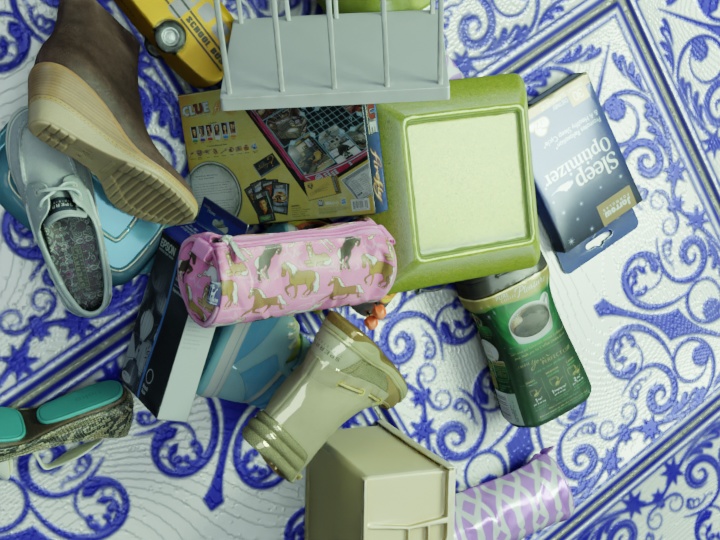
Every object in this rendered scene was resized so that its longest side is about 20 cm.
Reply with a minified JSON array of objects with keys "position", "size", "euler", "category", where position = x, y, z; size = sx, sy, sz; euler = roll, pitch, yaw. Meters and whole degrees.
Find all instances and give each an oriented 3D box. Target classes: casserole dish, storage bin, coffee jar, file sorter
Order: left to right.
[{"position":[-0.263,-0.072,1.044],"size":[0.200,0.039,0.122],"euler":[42,80,-18],"category":"casserole dish"},{"position":[-0.025,-0.233,0.942],"size":[0.197,0.140,0.126],"euler":[-3,130,2],"category":"file sorter"},{"position":[0.014,0.274,1.096],"size":[0.093,0.200,0.201],"euler":[-1,96,-19],"category":"storage bin"},{"position":[0.177,0.064,1.199],"size":[0.103,0.085,0.202],"euler":[-25,104,-13],"category":"coffee jar"}]

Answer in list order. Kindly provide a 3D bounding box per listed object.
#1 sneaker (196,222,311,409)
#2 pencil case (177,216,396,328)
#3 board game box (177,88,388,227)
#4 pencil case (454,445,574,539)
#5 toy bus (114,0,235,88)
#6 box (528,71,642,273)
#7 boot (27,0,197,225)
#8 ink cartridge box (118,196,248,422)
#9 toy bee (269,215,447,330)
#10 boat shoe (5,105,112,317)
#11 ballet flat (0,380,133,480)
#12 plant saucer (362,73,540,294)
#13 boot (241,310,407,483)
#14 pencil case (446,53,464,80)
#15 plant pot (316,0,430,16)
[{"position":[-0.077,0.055,1.094],"size":[0.130,0.080,0.201],"euler":[23,111,-24],"category":"sneaker"},{"position":[-0.064,-0.001,0.984],"size":[0.198,0.086,0.084],"euler":[-7,84,-33],"category":"pencil case"},{"position":[-0.076,-0.115,1.043],"size":[0.198,0.035,0.137],"euler":[-3,99,25],"category":"board game box"},{"position":[0.141,0.270,1.212],"size":[0.198,0.084,0.086],"euler":[-16,77,-20],"category":"pencil case"},{"position":[-0.195,-0.267,1.035],"size":[0.078,0.065,0.201],"euler":[-43,108,-12],"category":"toy bus"},{"position":[0.247,-0.109,1.238],"size":[0.120,0.032,0.201],"euler":[-32,106,-15],"category":"box"},{"position":[-0.217,-0.153,1.012],"size":[0.200,0.072,0.168],"euler":[39,43,-40],"category":"boot"},{"position":[-0.172,0.033,1.037],"size":[0.039,0.099,0.202],"euler":[12,100,-37],"category":"ink cartridge box"},{"position":[0.000,0.000,1.102],"size":[0.197,0.109,0.132],"euler":[8,132,-1],"category":"toy bee"},{"position":[-0.268,-0.053,0.985],"size":[0.069,0.071,0.203],"euler":[-19,101,-18],"category":"boat shoe"},{"position":[-0.315,0.161,1.038],"size":[0.198,0.068,0.076],"euler":[-10,119,-21],"category":"ballet flat"},{"position":[0.097,-0.087,1.064],"size":[0.198,0.048,0.202],"euler":[-10,98,-24],"category":"plant saucer"},{"position":[-0.033,0.138,1.065],"size":[0.073,0.200,0.156],"euler":[35,82,23],"category":"boot"},{"position":[0.081,-0.169,1.133],"size":[0.085,0.084,0.200],"euler":[-39,108,7],"category":"pencil case"},{"position":[-0.003,-0.342,1.048],"size":[0.199,0.200,0.194],"euler":[-32,117,-15],"category":"plant pot"}]
